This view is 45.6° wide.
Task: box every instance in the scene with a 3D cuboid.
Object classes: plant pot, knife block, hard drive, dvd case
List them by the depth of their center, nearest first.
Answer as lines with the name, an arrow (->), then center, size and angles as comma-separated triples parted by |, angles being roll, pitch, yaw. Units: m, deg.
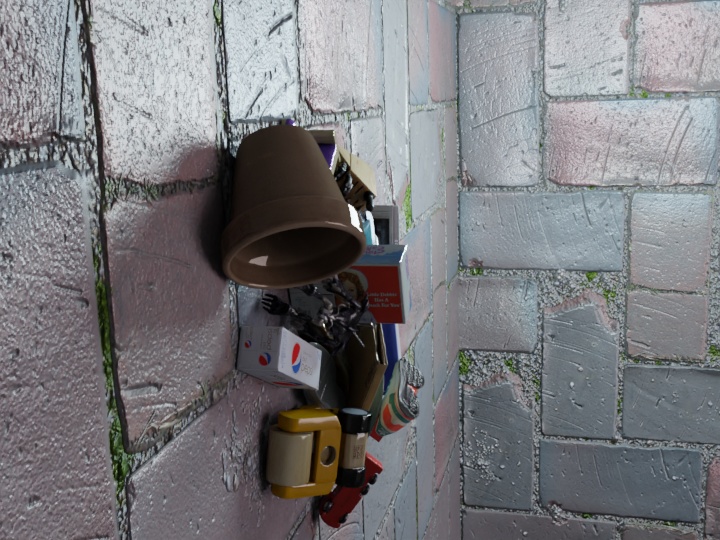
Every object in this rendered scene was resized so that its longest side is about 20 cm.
plant pot -> -0.104, -0.093, 1.161 | 0.200, 0.196, 0.178 | 54, 21, -67
knife block -> -0.008, -0.133, 1.503 | 0.177, 0.064, 0.199 | 58, 17, 26
hard drive -> 0.017, 0.154, 1.703 | 0.025, 0.129, 0.204 | -49, 139, -53
dvd case -> 0.024, -0.029, 1.722 | 0.024, 0.149, 0.205 | -4, 96, -39

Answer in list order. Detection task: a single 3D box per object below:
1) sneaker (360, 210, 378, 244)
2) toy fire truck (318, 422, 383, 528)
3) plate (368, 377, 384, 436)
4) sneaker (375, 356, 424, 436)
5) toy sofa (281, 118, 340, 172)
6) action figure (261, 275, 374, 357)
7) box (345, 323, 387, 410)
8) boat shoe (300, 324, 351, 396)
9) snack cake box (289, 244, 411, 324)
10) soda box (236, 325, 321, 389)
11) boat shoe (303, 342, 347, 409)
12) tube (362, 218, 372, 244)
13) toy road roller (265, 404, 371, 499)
sneaker -> -0.017, -0.036, 1.552 | 0.147, 0.080, 0.201 | 48, 27, -21
toy fire truck -> -0.012, 0.374, 1.625 | 0.201, 0.048, 0.141 | -53, -167, 2
plate -> -0.011, 0.235, 1.635 | 0.200, 0.025, 0.204 | -45, -142, 51
sneaker -> 0.064, 0.239, 1.611 | 0.070, 0.093, 0.200 | 44, 20, -11
toy sofa -> -0.093, -0.143, 1.345 | 0.099, 0.081, 0.203 | 76, 21, -49
action figure -> -0.061, 0.058, 1.350 | 0.120, 0.102, 0.199 | -53, 139, 4
box -> 0.004, 0.166, 1.532 | 0.166, 0.021, 0.202 | -100, -160, -44
boat shoe -> -0.055, 0.148, 1.531 | 0.063, 0.072, 0.203 | -70, 156, -46
snack cake box -> -0.018, 0.021, 1.416 | 0.067, 0.195, 0.117 | -64, 152, -59
soda box -> -0.118, 0.134, 1.290 | 0.200, 0.066, 0.065 | 49, 44, -69
boat shoe -> -0.077, 0.201, 1.494 | 0.075, 0.063, 0.204 | -64, 149, -34
tube -> 0.000, 0.000, 1.511 | 0.077, 0.050, 0.202 | -39, 144, -22
toy road roller -> -0.084, 0.281, 1.388 | 0.197, 0.145, 0.126 | 3, 95, -39
